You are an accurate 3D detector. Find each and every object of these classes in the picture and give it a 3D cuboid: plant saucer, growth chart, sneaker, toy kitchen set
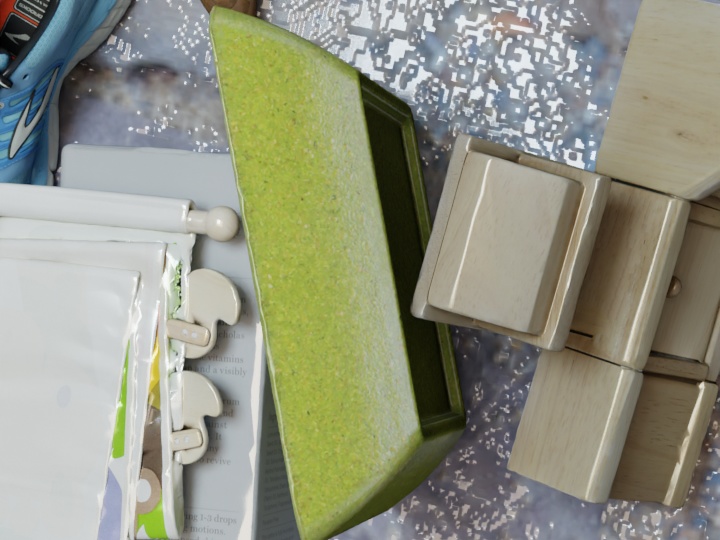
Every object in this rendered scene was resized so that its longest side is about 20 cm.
[{"bbox_3d":[0.000,0.000,0.886,0.048,0.200,0.201,-11,87,9],"label":"plant saucer"},{"bbox_3d":[-0.128,0.059,0.931,0.144,0.018,0.201,14,93,16],"label":"growth chart"},{"bbox_3d":[-0.173,-0.082,0.988,0.078,0.090,0.201,24,96,14],"label":"sneaker"},{"bbox_3d":[0.143,0.004,0.834,0.180,0.163,0.201,19,95,40],"label":"toy kitchen set"}]

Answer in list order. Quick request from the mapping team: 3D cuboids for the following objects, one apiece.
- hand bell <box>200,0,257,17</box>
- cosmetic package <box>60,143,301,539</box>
[{"bbox_3d":[-0.076,-0.195,0.959,0.103,0.104,0.201,-8,110,14],"label":"hand bell"},{"bbox_3d":[-0.078,0.049,0.970,0.101,0.071,0.201,4,91,17],"label":"cosmetic package"}]
